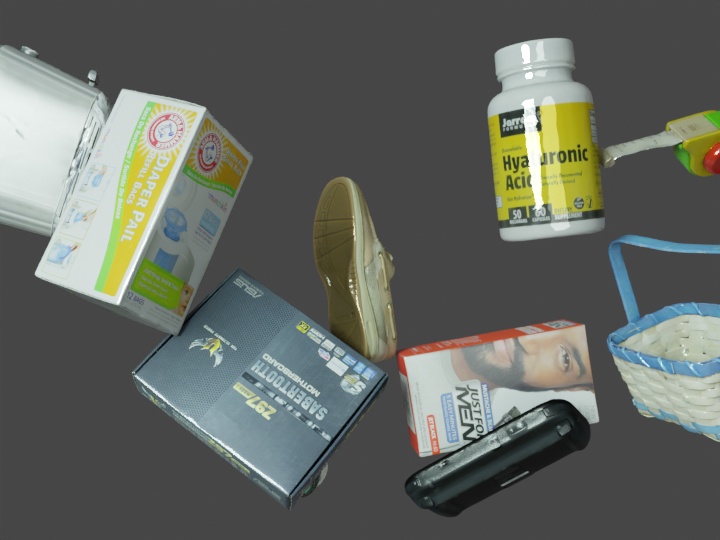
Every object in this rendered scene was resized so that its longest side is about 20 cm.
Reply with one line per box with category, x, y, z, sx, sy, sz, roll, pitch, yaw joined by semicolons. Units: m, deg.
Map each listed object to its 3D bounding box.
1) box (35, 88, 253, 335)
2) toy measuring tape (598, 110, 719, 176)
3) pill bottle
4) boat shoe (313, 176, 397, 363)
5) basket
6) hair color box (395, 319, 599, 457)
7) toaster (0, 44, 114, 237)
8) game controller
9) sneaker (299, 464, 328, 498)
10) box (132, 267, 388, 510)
box;-0.202;-0.057;0.786;0.101;0.113;0.200;16;77;22
toy measuring tape;0.349;-0.128;0.893;0.200;0.074;0.074;-17;94;-9
pill bottle;0.192;-0.134;0.858;0.111;0.111;0.201;-7;92;-6
boat shoe;0.000;0.000;0.870;0.065;0.072;0.200;-6;85;-42
basket;0.344;0.062;0.856;0.139;0.176;0.200;-26;108;-19
hair color box;0.147;0.126;0.886;0.200;0.064;0.111;-10;93;-7
toaster;-0.323;-0.112;0.803;0.129;0.114;0.200;19;87;-9
game controller;0.146;0.201;0.858;0.200;0.104;0.042;-32;55;15
sneaker;-0.107;0.158;0.845;0.078;0.091;0.200;-45;95;0
box;-0.097;0.111;0.806;0.200;0.051;0.158;34;62;15
